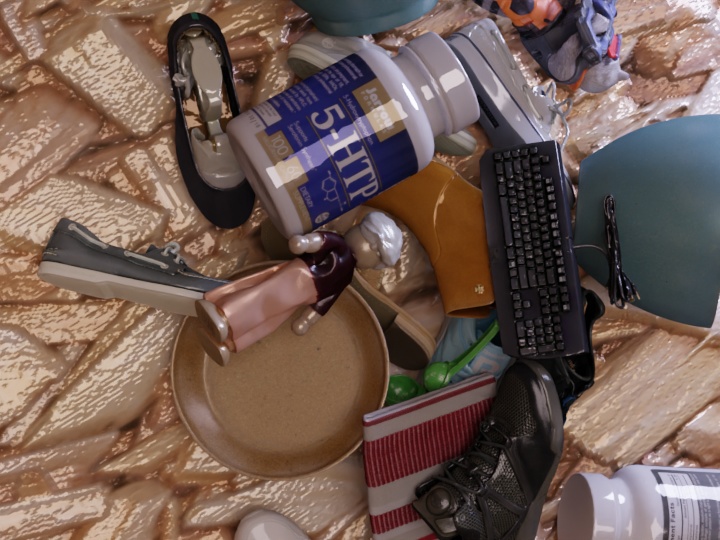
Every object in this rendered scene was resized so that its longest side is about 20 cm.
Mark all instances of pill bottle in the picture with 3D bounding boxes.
[{"bbox_3d":[0.299,0.246,1.644,0.200,0.116,0.116,5,90,-14],"label":"pill bottle"},{"bbox_3d":[-0.004,-0.123,1.488,0.200,0.120,0.120,-30,99,-7],"label":"pill bottle"}]

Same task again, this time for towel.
[{"bbox_3d":[0.070,0.200,1.584,0.144,0.023,0.200,-18,119,-23],"label":"towel"}]

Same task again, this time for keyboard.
[{"bbox_3d":[0.178,-0.021,1.524,0.127,0.021,0.200,-7,75,2],"label":"keyboard"}]

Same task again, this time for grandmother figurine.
[{"bbox_3d":[-0.048,0.006,1.491,0.200,0.121,0.061,-28,66,-22],"label":"grandmother figurine"}]

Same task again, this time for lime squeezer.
[{"bbox_3d":[0.051,0.092,1.583,0.200,0.038,0.071,-15,110,24],"label":"lime squeezer"}]

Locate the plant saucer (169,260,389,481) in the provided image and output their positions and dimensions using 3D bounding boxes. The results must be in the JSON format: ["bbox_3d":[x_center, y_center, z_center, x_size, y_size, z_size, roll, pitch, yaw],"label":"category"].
[{"bbox_3d":[-0.073,0.092,1.560,0.200,0.035,0.200,0,84,4],"label":"plant saucer"}]

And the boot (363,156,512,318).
[{"bbox_3d":[0.073,-0.028,1.564,0.201,0.071,0.144,1,68,1],"label":"boot"}]

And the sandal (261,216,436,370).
[{"bbox_3d":[-0.004,0.002,1.596,0.212,0.078,0.070,44,50,-19],"label":"sandal"}]

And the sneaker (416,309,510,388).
[{"bbox_3d":[0.103,0.087,1.606,0.074,0.082,0.200,14,88,-14],"label":"sneaker"}]

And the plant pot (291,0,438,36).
[{"bbox_3d":[0.000,-0.291,1.524,0.200,0.200,0.134,-22,118,-13],"label":"plant pot"}]

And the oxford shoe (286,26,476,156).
[{"bbox_3d":[0.027,-0.170,1.586,0.200,0.075,0.058,30,72,-12],"label":"oxford shoe"}]

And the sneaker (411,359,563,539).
[{"bbox_3d":[0.115,0.177,1.541,0.114,0.076,0.199,-4,118,-35],"label":"sneaker"}]

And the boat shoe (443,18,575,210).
[{"bbox_3d":[0.160,-0.152,1.626,0.086,0.075,0.202,-36,93,-21],"label":"boat shoe"}]

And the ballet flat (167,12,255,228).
[{"bbox_3d":[-0.135,-0.135,1.545,0.073,0.073,0.200,-12,95,-14],"label":"ballet flat"}]

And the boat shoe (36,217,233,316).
[{"bbox_3d":[-0.185,-0.002,1.525,0.200,0.073,0.062,11,73,-1],"label":"boat shoe"}]

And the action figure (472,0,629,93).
[{"bbox_3d":[0.177,-0.245,1.601,0.193,0.200,0.105,47,121,-7],"label":"action figure"}]

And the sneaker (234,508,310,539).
[{"bbox_3d":[-0.050,0.310,1.562,0.078,0.099,0.200,-28,98,-12],"label":"sneaker"}]

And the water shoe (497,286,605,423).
[{"bbox_3d":[0.177,0.109,1.619,0.071,0.079,0.200,11,89,-36],"label":"water shoe"}]

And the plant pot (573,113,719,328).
[{"bbox_3d":[0.269,-0.051,1.603,0.135,0.200,0.200,5,90,7],"label":"plant pot"}]
